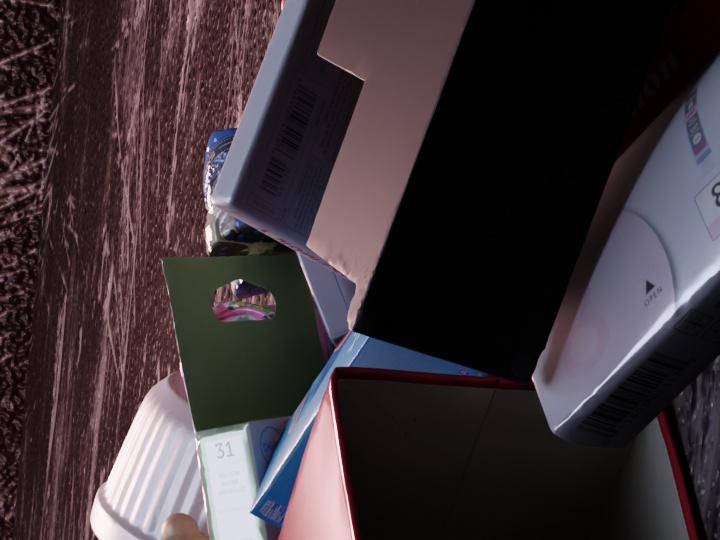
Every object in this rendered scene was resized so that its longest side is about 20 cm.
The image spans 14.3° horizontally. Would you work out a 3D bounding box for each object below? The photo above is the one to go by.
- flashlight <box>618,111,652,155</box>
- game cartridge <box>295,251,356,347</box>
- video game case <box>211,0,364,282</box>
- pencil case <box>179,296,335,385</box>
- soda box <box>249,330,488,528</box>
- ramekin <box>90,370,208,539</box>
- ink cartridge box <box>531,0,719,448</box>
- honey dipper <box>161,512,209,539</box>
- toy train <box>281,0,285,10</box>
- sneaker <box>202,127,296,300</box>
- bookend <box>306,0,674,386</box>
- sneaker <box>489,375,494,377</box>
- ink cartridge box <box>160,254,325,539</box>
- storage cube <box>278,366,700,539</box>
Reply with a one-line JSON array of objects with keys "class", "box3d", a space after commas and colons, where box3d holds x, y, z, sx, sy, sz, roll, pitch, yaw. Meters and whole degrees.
[{"class": "flashlight", "box3d": [0.099, -0.038, 1.443, 0.068, 0.068, 0.200, -51, 21, -26]}, {"class": "game cartridge", "box3d": [0.000, 0.000, 1.686, 0.200, 0.041, 0.133, 25, -133, -78]}, {"class": "video game case", "box3d": [0.023, -0.090, 1.526, 0.023, 0.182, 0.200, 5, 71, 50]}, {"class": "pencil case", "box3d": [-0.039, 0.052, 1.796, 0.200, 0.087, 0.088, -7, -74, -67]}, {"class": "soda box", "box3d": [0.013, 0.065, 1.501, 0.200, 0.064, 0.068, -56, 9, 45]}, {"class": "ramekin", "box3d": [-0.063, 0.139, 1.829, 0.200, 0.200, 0.105, -132, 58, -70]}, {"class": "ink cartridge box", "box3d": [0.124, -0.043, 1.310, 0.163, 0.057, 0.200, -48, 46, 31]}, {"class": "honey dipper", "box3d": [-0.033, 0.197, 1.705, 0.038, 0.200, 0.038, -56, -16, -25]}, {"class": "toy train", "box3d": [0.011, -0.154, 1.696, 0.150, 0.056, 0.200, -60, -22, -15]}, {"class": "sneaker", "box3d": [-0.055, -0.040, 1.759, 0.200, 0.077, 0.085, 70, -173, -76]}, {"class": "bookend", "box3d": [0.041, -0.074, 1.346, 0.200, 0.092, 0.199, -70, 21, 6]}, {"class": "sneaker", "box3d": [0.082, 0.079, 1.556, 0.200, 0.085, 0.073, -66, 5, -23]}, {"class": "ink cartridge box", "box3d": [-0.039, 0.086, 1.638, 0.048, 0.145, 0.200, -11, 85, 33]}, {"class": "storage cube", "box3d": [0.057, 0.173, 1.392, 0.200, 0.171, 0.180, -100, 20, -45]}]
